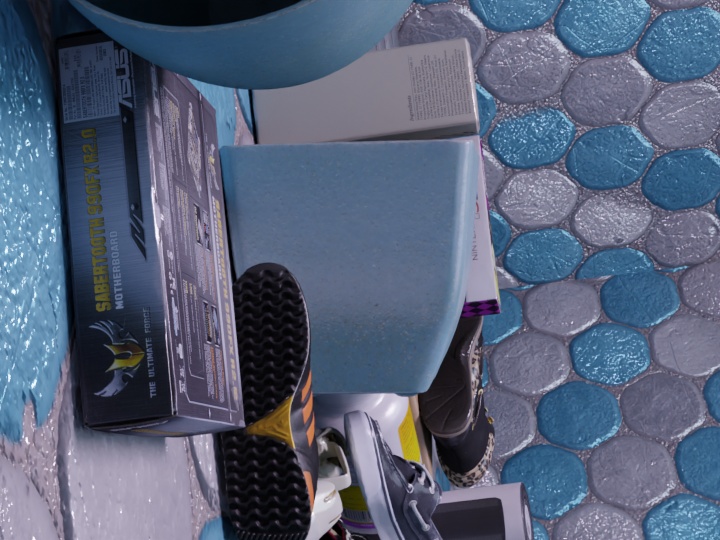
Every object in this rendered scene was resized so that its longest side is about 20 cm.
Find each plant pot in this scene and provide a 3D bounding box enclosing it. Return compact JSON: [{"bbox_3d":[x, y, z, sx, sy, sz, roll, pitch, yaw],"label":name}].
[{"bbox_3d":[0.000,0.000,1.083,0.196,0.196,0.201,-5,94,-83],"label":"plant pot"},{"bbox_3d":[-0.046,-0.166,0.631,0.135,0.200,0.201,62,22,-65],"label":"plant pot"}]

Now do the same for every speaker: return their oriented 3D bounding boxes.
[{"bbox_3d":[0.070,0.264,1.320,0.081,0.200,0.081,-8,90,-78],"label":"speaker"}]

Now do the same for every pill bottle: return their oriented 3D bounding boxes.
[{"bbox_3d":[0.000,0.152,1.242,0.104,0.104,0.200,-90,171,-47],"label":"pill bottle"}]

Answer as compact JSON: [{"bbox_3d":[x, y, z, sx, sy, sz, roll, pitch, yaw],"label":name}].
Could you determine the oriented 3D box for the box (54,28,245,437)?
[{"bbox_3d":[-0.111,-0.012,0.715,0.158,0.048,0.200,50,33,-79],"label":"box"}]

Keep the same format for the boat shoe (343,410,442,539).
[{"bbox_3d":[0.038,0.198,1.164,0.072,0.068,0.200,-115,-175,-61],"label":"boat shoe"}]

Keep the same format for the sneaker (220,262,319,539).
[{"bbox_3d":[-0.066,0.097,0.933,0.090,0.070,0.201,70,17,-85],"label":"sneaker"}]

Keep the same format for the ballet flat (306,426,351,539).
[{"bbox_3d":[-0.042,0.175,1.042,0.200,0.064,0.068,-75,157,-72],"label":"ballet flat"}]

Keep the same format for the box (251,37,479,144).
[{"bbox_3d":[0.005,-0.152,1.193,0.068,0.200,0.082,22,62,-82],"label":"box"}]

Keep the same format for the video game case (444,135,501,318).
[{"bbox_3d":[0.023,-0.032,1.223,0.036,0.200,0.182,71,14,-58],"label":"video game case"}]

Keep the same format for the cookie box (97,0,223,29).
[{"bbox_3d":[-0.078,-0.237,0.758,0.171,0.075,0.200,-13,98,-42],"label":"cookie box"}]

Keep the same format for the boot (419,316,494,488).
[{"bbox_3d":[0.107,0.124,1.431,0.151,0.073,0.200,72,16,-49],"label":"boot"}]

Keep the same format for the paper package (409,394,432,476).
[{"bbox_3d":[0.016,0.111,1.428,0.200,0.103,0.191,-85,165,-58],"label":"paper package"}]

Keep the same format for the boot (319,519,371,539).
[{"bbox_3d":[-0.015,0.263,1.148,0.204,0.073,0.154,-88,166,-60],"label":"boot"}]
